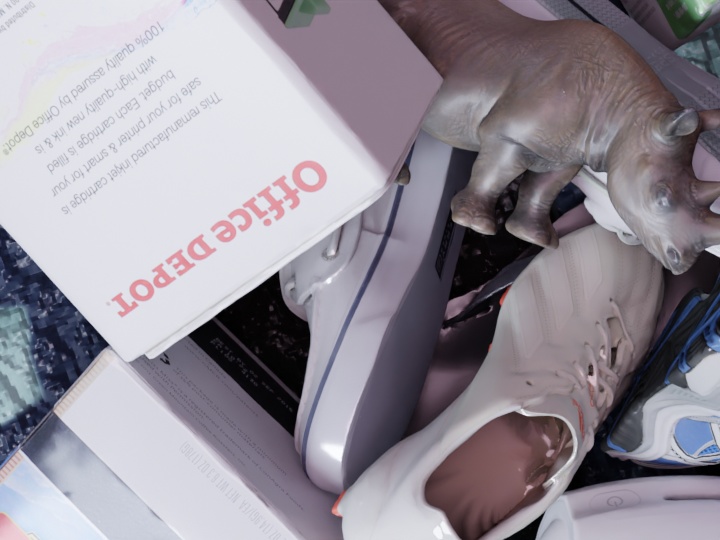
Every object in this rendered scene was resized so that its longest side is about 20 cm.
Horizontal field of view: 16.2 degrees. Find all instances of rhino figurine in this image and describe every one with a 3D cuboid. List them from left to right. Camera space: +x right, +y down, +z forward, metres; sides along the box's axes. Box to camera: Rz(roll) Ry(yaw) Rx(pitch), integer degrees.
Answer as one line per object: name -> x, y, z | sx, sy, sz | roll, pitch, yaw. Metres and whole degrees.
rhino figurine -> 0.066, -0.055, 0.955 | 0.199, 0.060, 0.088 | 24, 100, 28

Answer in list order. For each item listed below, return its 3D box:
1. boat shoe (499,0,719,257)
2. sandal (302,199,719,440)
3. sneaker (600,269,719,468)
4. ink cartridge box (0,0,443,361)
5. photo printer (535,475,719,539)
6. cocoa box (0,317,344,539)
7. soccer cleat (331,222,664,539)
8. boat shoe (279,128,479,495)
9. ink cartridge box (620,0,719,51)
boat shoe -> 0.117, -0.045, 1.003 | 0.200, 0.073, 0.067 | 45, 124, 21
sandal -> 0.071, 0.026, 1.067 | 0.199, 0.043, 0.076 | -28, 89, 4
sneaker -> 0.148, 0.048, 0.959 | 0.077, 0.200, 0.076 | 30, 76, -1
ink cartridge box -> -0.090, -0.088, 0.921 | 0.145, 0.084, 0.200 | -33, 105, 33
photo printer -> 0.134, 0.174, 1.005 | 0.165, 0.070, 0.201 | 8, 116, -12
cocoa box -> -0.056, 0.132, 1.025 | 0.200, 0.133, 0.131 | 44, 104, 2
soccer cleat -> 0.070, 0.051, 0.974 | 0.200, 0.077, 0.069 | -46, 107, -32
boat shoe -> 0.000, 0.000, 1.037 | 0.065, 0.074, 0.201 | 9, 56, 17
ink cartridge box -> 0.110, -0.198, 1.009 | 0.087, 0.145, 0.201 | -32, 88, -1
